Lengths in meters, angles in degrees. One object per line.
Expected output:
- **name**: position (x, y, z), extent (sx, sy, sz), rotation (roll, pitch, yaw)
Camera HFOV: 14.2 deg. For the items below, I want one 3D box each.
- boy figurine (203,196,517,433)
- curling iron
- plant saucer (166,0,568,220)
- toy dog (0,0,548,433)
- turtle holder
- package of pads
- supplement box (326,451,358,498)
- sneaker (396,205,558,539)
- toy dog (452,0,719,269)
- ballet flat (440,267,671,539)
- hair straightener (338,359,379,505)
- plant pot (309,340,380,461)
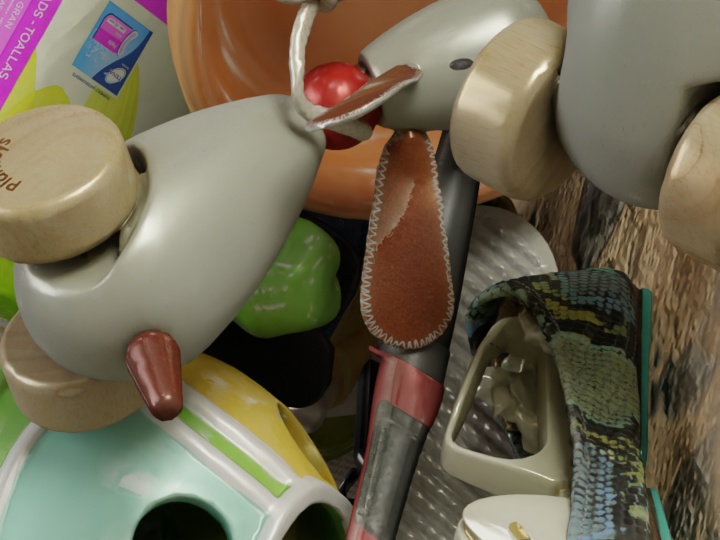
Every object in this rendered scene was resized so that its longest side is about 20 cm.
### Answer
- **boy figurine**: position (0.000, 0.000, 1.066), extent (0.200, 0.064, 0.124), rotation (-19, -51, -67)
- **curling iron**: position (0.014, 0.036, 0.903), extent (0.050, 0.026, 0.200), rotation (72, -153, -78)
- **plant saucer**: position (0.030, -0.104, 0.911), extent (0.037, 0.200, 0.200), rotation (59, 137, 43)
- **toy dog**: position (-0.022, -0.018, 0.848), extent (0.200, 0.132, 0.096), rotation (-42, 49, 0)
- **turtle holder**: position (-0.064, 0.082, 0.936), extent (0.186, 0.132, 0.141), rotation (-54, -40, -38)
- **package of pads**: position (-0.089, -0.044, 1.005), extent (0.155, 0.068, 0.200), rotation (-61, -28, -3)
- **supplement box**: position (-0.044, 0.110, 1.302), extent (0.126, 0.073, 0.200), rotation (120, 163, -48)
- **sneaker**: position (0.039, 0.082, 0.987), extent (0.082, 0.074, 0.200), rotation (86, -167, -60)
- **toy dog**: position (0.105, -0.095, 0.798), extent (0.096, 0.132, 0.200), rotation (-22, -28, -53)
- **ballet flat**: position (0.057, 0.072, 0.870), extent (0.200, 0.074, 0.074), rotation (-90, 19, -55)
- **hair straightener**: position (0.008, 0.095, 1.081), extent (0.077, 0.041, 0.200), rotation (-46, 22, 29)
- **plant pot**: position (-0.064, -0.014, 1.219), extent (0.187, 0.200, 0.187), rotation (-38, -27, -24)
